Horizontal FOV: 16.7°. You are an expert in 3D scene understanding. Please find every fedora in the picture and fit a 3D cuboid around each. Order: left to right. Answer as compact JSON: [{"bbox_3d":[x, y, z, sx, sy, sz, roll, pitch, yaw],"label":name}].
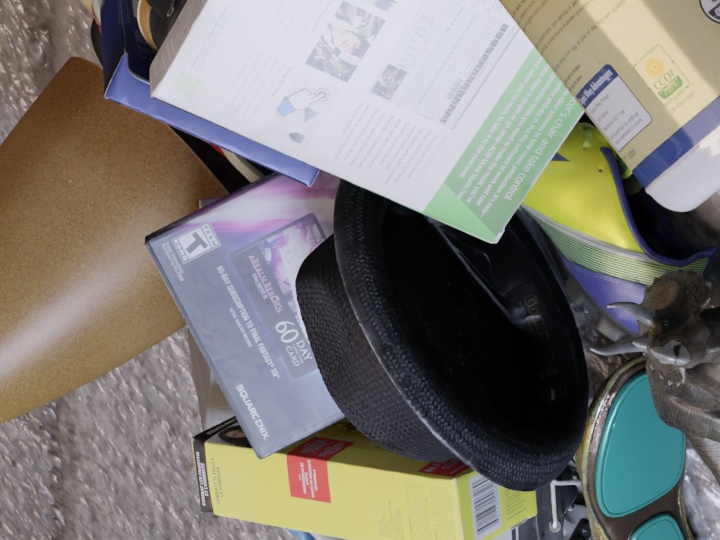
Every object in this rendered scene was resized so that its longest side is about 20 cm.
[{"bbox_3d":[0.031,0.035,1.302,0.091,0.201,0.201,-29,97,35],"label":"fedora"}]

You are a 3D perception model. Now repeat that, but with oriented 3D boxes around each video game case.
[{"bbox_3d":[0.000,0.000,1.363,0.144,0.199,0.019,63,-176,-16],"label":"video game case"}]

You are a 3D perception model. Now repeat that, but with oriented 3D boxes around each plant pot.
[{"bbox_3d":[-0.195,-0.003,1.579,0.186,0.200,0.187,44,168,12],"label":"plant pot"}]

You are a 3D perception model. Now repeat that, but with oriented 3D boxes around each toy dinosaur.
[{"bbox_3d":[0.183,0.054,1.242,0.102,0.077,0.200,21,162,17],"label":"toy dinosaur"}]

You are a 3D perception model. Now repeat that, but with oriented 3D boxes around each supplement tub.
[{"bbox_3d":[0.129,-0.143,1.051,0.200,0.144,0.144,52,151,3],"label":"supplement tub"}]

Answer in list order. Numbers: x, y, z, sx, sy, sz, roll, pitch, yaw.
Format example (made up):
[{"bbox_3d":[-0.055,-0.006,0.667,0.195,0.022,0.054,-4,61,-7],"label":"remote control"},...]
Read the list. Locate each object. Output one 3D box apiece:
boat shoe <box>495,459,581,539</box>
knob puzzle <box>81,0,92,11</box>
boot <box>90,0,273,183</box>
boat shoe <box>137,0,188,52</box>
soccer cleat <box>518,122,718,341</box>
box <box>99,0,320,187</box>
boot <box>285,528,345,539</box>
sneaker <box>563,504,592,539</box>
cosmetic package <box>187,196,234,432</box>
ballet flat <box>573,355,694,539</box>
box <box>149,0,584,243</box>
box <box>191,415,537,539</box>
[{"bbox_3d":[0.096,0.126,1.428,0.074,0.068,0.201,153,119,-68],"label":"boat shoe"},{"bbox_3d":[-0.202,-0.250,1.513,0.220,0.030,0.220,52,168,16],"label":"knob puzzle"},{"bbox_3d":[-0.085,-0.104,1.508,0.200,0.072,0.144,43,167,1],"label":"boot"},{"bbox_3d":[-0.022,-0.161,1.224,0.075,0.199,0.062,55,-172,-27],"label":"boat shoe"},{"bbox_3d":[0.109,-0.054,1.280,0.200,0.065,0.084,49,126,15],"label":"soccer cleat"},{"bbox_3d":[-0.080,-0.102,1.319,0.120,0.033,0.200,23,-164,-15],"label":"box"},{"bbox_3d":[0.032,0.190,1.576,0.200,0.096,0.074,43,158,-1],"label":"boot"},{"bbox_3d":[0.060,0.135,1.496,0.200,0.075,0.081,39,167,-8],"label":"sneaker"},{"bbox_3d":[-0.048,0.028,1.483,0.200,0.106,0.091,105,157,-63],"label":"cosmetic package"},{"bbox_3d":[0.151,0.124,1.391,0.070,0.071,0.201,23,139,43],"label":"ballet flat"},{"bbox_3d":[0.016,-0.108,1.196,0.199,0.036,0.145,24,121,-18],"label":"box"},{"bbox_3d":[0.000,0.118,1.401,0.199,0.075,0.051,7,110,41],"label":"box"}]
